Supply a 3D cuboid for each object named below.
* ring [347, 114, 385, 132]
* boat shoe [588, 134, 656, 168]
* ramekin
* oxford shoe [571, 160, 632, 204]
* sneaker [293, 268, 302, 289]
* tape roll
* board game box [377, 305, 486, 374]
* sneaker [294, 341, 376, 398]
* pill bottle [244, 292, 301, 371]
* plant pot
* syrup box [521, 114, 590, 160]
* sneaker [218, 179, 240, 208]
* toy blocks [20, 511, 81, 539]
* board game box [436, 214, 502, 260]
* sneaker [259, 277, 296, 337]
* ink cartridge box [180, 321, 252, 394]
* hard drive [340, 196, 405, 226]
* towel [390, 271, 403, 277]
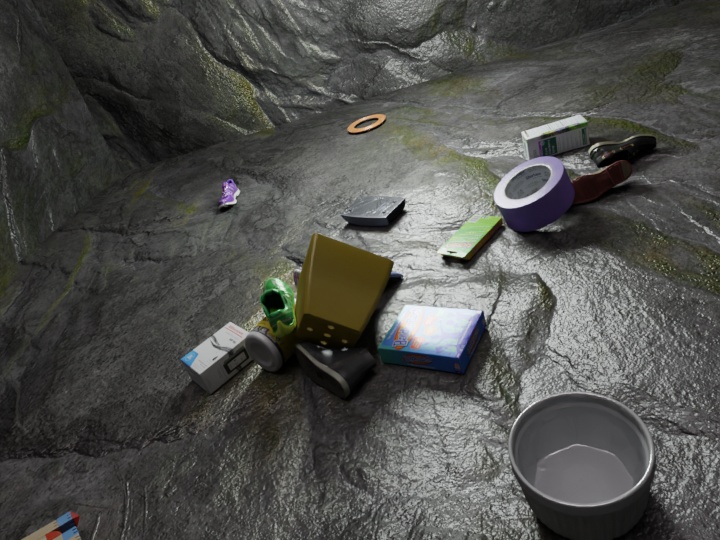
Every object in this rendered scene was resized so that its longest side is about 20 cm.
[{"bbox_3d":[0.031,-0.707,2.726,0.195,0.020,0.202,-16,31,10],"label":"ring"},{"bbox_3d":[0.758,-0.340,1.617,0.195,0.074,0.065,-12,64,-5],"label":"boat shoe"},{"bbox_3d":[0.320,0.287,0.815,0.195,0.107,0.202,-16,29,9],"label":"ramekin"},{"bbox_3d":[0.633,-0.230,1.529,0.195,0.072,0.075,-21,-3,10],"label":"oxford shoe"},{"bbox_3d":[-0.101,0.032,1.541,0.196,0.083,0.088,14,37,39],"label":"sneaker"},{"bbox_3d":[0.461,-0.205,1.502,0.197,0.085,0.202,-30,29,18],"label":"tape roll"},{"bbox_3d":[0.155,0.143,1.218,0.195,0.046,0.153,1,36,35],"label":"board game box"},{"bbox_3d":[-0.058,0.199,1.247,0.105,0.077,0.198,-32,40,-30],"label":"sneaker"},{"bbox_3d":[-0.181,0.138,1.373,0.109,0.114,0.200,4,37,37],"label":"pill bottle"},{"bbox_3d":[-0.055,0.070,1.282,0.195,0.201,0.180,19,56,-6],"label":"plant pot"},{"bbox_3d":[0.628,-0.427,1.820,0.194,0.080,0.082,-15,30,10],"label":"syrup box"},{"bbox_3d":[-0.580,-0.331,2.431,0.078,0.085,0.202,-16,31,7],"label":"sneaker"},{"bbox_3d":[-0.556,0.526,1.011,0.135,0.103,0.198,-25,27,-31],"label":"toy blocks"},{"bbox_3d":[0.297,-0.089,1.528,0.094,0.031,0.199,11,40,44],"label":"board game box"},{"bbox_3d":[-0.191,0.066,1.299,0.072,0.085,0.201,-24,34,-4],"label":"sneaker"},{"bbox_3d":[-0.333,0.202,1.409,0.199,0.069,0.114,-39,34,-29],"label":"ink cartridge box"},{"bbox_3d":[0.043,-0.196,1.850,0.196,0.043,0.135,8,40,40],"label":"hard drive"},{"bbox_3d":[0.000,0.000,1.517,0.142,0.025,0.197,0,11,-44],"label":"towel"}]
